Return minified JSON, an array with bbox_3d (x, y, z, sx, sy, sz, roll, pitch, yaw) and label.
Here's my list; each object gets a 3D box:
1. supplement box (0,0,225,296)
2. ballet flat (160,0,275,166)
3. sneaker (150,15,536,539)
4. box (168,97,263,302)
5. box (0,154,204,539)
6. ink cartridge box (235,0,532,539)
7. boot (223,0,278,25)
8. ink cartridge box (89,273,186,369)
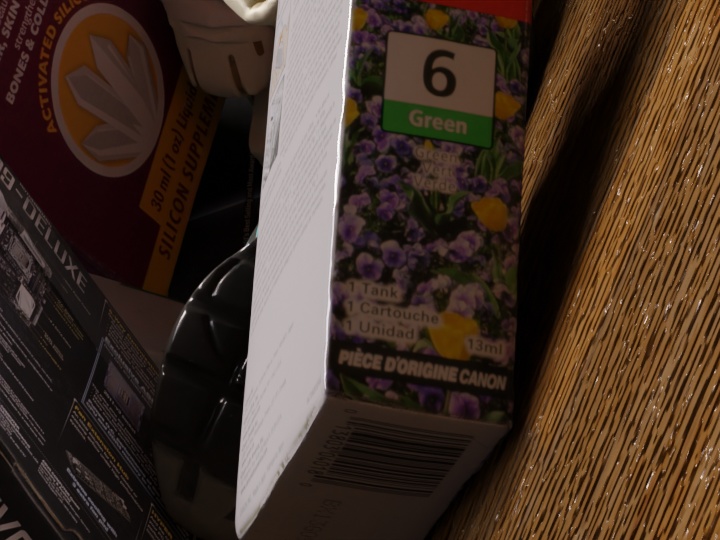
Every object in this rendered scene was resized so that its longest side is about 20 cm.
[{"bbox_3d":[-0.151,-0.081,1.084,0.103,0.200,0.131,-3,61,37],"label":"supplement box"},{"bbox_3d":[-0.032,-0.080,1.110,0.200,0.067,0.062,45,-118,-50],"label":"ballet flat"},{"bbox_3d":[0.000,0.000,0.890,0.200,0.075,0.079,-61,-7,-18],"label":"sneaker"},{"bbox_3d":[-0.109,0.017,1.172,0.044,0.160,0.200,64,-154,-58],"label":"box"},{"bbox_3d":[-0.092,0.060,0.860,0.050,0.200,0.158,-32,15,12],"label":"box"},{"bbox_3d":[0.008,-0.037,0.746,0.109,0.050,0.200,121,156,-63],"label":"ink cartridge box"},{"bbox_3d":[-0.028,-0.171,0.924,0.075,0.107,0.200,-27,80,48],"label":"boot"},{"bbox_3d":[-0.110,0.107,1.034,0.200,0.146,0.083,-68,24,12],"label":"ink cartridge box"}]
